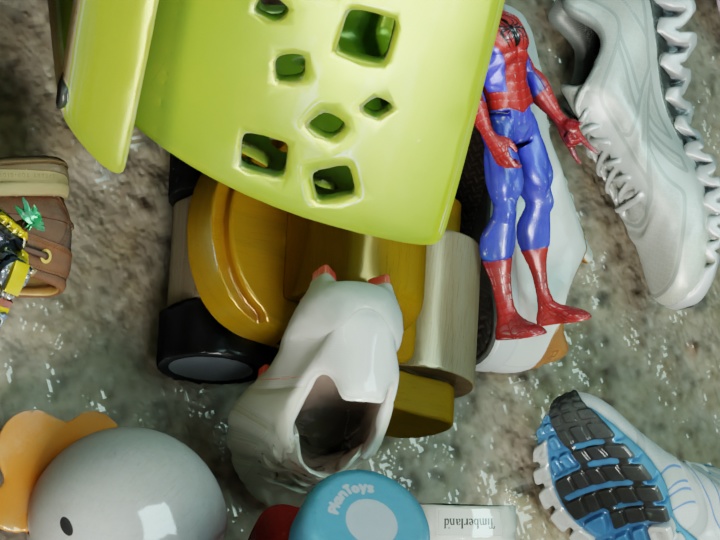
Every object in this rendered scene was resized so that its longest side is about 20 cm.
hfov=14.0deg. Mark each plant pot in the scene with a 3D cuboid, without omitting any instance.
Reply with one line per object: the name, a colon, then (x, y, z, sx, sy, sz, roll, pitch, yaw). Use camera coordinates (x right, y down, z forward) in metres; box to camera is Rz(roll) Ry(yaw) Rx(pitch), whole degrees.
plant pot: (-0.042, -0.148, 1.314, 0.181, 0.199, 0.200, 6, 31, -13)

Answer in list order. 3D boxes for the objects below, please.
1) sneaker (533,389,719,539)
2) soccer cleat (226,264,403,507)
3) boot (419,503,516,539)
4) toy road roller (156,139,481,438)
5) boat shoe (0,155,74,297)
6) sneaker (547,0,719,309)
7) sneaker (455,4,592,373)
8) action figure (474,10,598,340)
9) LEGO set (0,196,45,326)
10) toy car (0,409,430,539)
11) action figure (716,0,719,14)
sneaker: (0.168, 0.129, 1.624, 0.200, 0.075, 0.087, 51, 44, -26)
soccer cleat: (-0.023, 0.075, 1.398, 0.069, 0.200, 0.078, 6, 57, -10)
boot: (0.039, 0.186, 1.439, 0.072, 0.200, 0.144, 1, 86, -3)
toy road roller: (0.000, 0.000, 1.462, 0.200, 0.146, 0.123, 16, 68, -35)
boat shoe: (-0.214, -0.010, 1.337, 0.200, 0.072, 0.068, -7, 83, -40)
sneaker: (0.155, -0.074, 1.670, 0.081, 0.075, 0.200, -4, 78, -26)
sneaker: (0.084, -0.044, 1.600, 0.085, 0.073, 0.200, 5, 86, -42)
action figure: (0.081, -0.067, 1.520, 0.065, 0.052, 0.200, -16, 96, -43)
LEGO set: (-0.223, 0.025, 1.235, 0.200, 0.116, 0.154, -42, 123, -6)
toy car: (-0.101, 0.147, 1.356, 0.200, 0.184, 0.177, 38, 52, 10)
action figure: (0.205, -0.196, 1.744, 0.200, 0.134, 0.149, 12, 113, -24)
